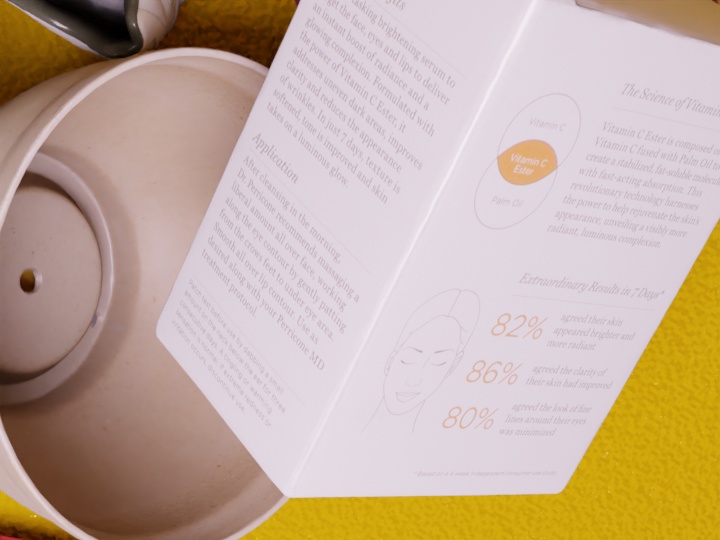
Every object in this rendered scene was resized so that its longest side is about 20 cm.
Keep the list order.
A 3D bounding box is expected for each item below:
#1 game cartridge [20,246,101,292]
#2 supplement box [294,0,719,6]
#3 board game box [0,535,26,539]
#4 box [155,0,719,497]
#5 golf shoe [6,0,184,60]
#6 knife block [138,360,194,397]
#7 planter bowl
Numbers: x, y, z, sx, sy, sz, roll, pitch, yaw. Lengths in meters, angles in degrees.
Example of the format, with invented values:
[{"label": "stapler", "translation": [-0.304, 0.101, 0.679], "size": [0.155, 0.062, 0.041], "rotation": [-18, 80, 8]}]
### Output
[{"label": "game cartridge", "translation": [-0.229, 0.028, 0.759], "size": [0.176, 0.032, 0.201], "rotation": [39, 76, -37]}, {"label": "supplement box", "translation": [0.074, -0.127, 0.757], "size": [0.199, 0.103, 0.132], "rotation": [-20, 117, 3]}, {"label": "board game box", "translation": [-0.227, 0.219, 0.824], "size": [0.198, 0.201, 0.062], "rotation": [12, 141, -13]}, {"label": "box", "translation": [0.041, -0.026, 0.654], "size": [0.152, 0.106, 0.201], "rotation": [6, 118, -42]}, {"label": "golf shoe", "translation": [-0.152, -0.160, 0.716], "size": [0.199, 0.097, 0.078], "rotation": [36, 108, -19]}, {"label": "knife block", "translation": [0.000, 0.000, 0.829], "size": [0.198, 0.064, 0.177], "rotation": [9, 113, -11]}, {"label": "planter bowl", "translation": [-0.111, 0.008, 0.734], "size": [0.199, 0.134, 0.202], "rotation": [-8, 101, -46]}]
